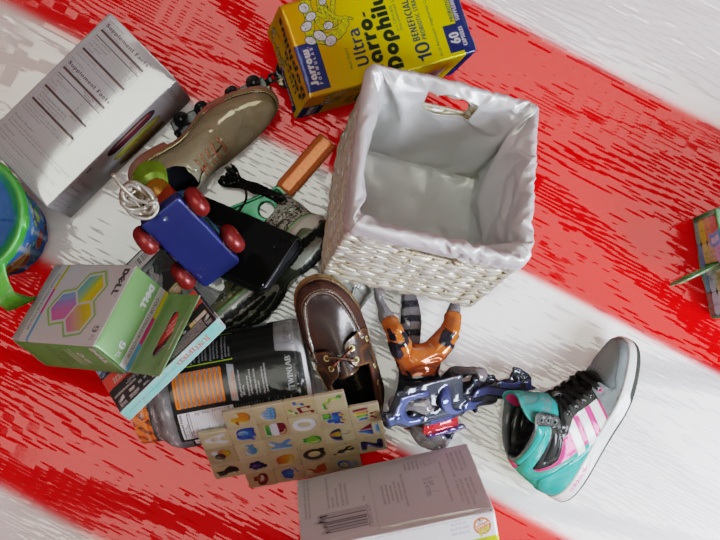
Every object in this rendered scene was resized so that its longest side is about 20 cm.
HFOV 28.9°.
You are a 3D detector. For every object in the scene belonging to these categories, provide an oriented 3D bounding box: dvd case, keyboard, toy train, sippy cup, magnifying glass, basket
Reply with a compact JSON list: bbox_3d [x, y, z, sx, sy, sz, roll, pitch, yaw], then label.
[{"bbox_3d":[-0.240,0.059,1.543,0.146,0.200,0.022,-44,131,-1],"label":"dvd case"},{"bbox_3d":[-0.142,-0.052,1.564,0.200,0.021,0.127,24,73,36],"label":"keyboard"},{"bbox_3d":[-0.125,-0.199,1.616,0.199,0.034,0.046,-27,91,0],"label":"toy train"},{"bbox_3d":[-0.416,-0.050,1.561,0.139,0.130,0.179,10,84,9],"label":"sippy cup"},{"bbox_3d":[-0.103,-0.076,1.618,0.080,0.022,0.200,41,91,2],"label":"magnifying glass"},{"bbox_3d":[-0.213,-0.078,1.479,0.085,0.200,0.116,-37,45,5],"label":"toy train"},{"bbox_3d":[0.071,-0.082,1.500,0.197,0.161,0.201,12,63,-11],"label":"basket"}]

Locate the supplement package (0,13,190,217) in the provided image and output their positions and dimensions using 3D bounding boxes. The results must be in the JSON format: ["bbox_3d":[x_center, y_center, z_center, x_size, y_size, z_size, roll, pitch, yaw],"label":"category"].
[{"bbox_3d":[-0.305,-0.172,1.578,0.200,0.114,0.110,-45,86,-1],"label":"supplement package"}]

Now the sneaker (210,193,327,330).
[{"bbox_3d":[-0.121,-0.007,1.585,0.200,0.077,0.089,-44,63,4],"label":"sneaker"}]

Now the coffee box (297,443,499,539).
[{"bbox_3d":[0.050,0.326,1.485,0.199,0.200,0.199,-13,103,0],"label":"coffee box"}]

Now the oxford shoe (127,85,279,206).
[{"bbox_3d":[-0.172,-0.131,1.578,0.200,0.074,0.071,-36,126,10],"label":"oxford shoe"}]

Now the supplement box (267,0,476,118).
[{"bbox_3d":[0.011,-0.256,1.558,0.199,0.110,0.109,-18,87,-12],"label":"supplement box"}]

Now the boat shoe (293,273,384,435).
[{"bbox_3d":[-0.016,0.095,1.529,0.070,0.070,0.200,-22,126,4],"label":"boat shoe"}]

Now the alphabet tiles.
[{"bbox_3d":[-0.073,0.188,1.543,0.199,0.167,0.006,-10,53,2],"label":"alphabet tiles"}]

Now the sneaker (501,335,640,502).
[{"bbox_3d":[0.222,0.147,1.557,0.120,0.084,0.201,27,89,-25],"label":"sneaker"}]

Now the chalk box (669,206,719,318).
[{"bbox_3d":[0.444,-0.016,1.551,0.199,0.124,0.124,-10,88,-1],"label":"chalk box"}]

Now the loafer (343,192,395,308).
[{"bbox_3d":[0.000,0.000,1.586,0.069,0.070,0.201,11,87,10],"label":"loafer"}]

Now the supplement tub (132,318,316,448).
[{"bbox_3d":[-0.153,0.129,1.557,0.199,0.123,0.123,-10,87,1],"label":"supplement tub"}]

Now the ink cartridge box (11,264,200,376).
[{"bbox_3d":[-0.278,0.051,1.517,0.199,0.059,0.104,2,57,41],"label":"ink cartridge box"}]

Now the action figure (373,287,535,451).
[{"bbox_3d":[0.093,0.110,1.586,0.199,0.104,0.194,-2,93,-29],"label":"action figure"}]
